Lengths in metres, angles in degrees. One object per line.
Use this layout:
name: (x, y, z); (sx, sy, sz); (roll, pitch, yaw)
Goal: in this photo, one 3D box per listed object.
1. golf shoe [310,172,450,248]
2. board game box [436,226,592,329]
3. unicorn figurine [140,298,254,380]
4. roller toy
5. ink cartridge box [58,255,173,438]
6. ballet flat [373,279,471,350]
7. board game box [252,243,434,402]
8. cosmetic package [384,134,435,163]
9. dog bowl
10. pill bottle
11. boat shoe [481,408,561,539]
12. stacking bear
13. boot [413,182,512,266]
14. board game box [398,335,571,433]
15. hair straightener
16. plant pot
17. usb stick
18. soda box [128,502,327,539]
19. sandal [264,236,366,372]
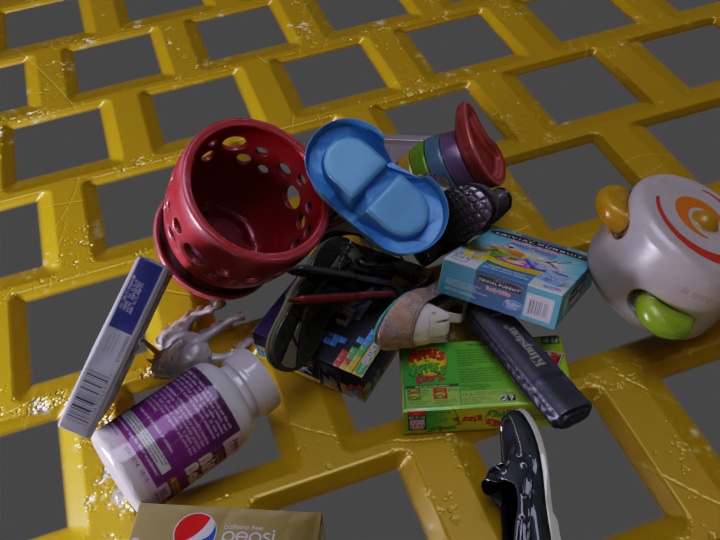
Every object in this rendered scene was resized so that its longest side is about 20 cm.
golf shoe: (0.027, -0.077, 1.146); (0.199, 0.073, 0.093); (-10, 84, 16)
board game box: (0.205, 0.003, 1.093); (0.150, 0.047, 0.200); (18, 22, 22)
unicorn figurine: (-0.209, 0.091, 1.067); (0.137, 0.074, 0.200); (-27, 4, -23)
roller toy: (0.389, -0.023, 1.060); (0.182, 0.140, 0.201); (-9, 55, -33)
ink cartridge box: (-0.275, 0.080, 0.984); (0.040, 0.200, 0.201); (25, 84, -9)
ballet flat: (0.089, 0.053, 1.060); (0.067, 0.068, 0.200); (18, 26, 25)
board game box: (-0.018, 0.055, 1.121); (0.165, 0.057, 0.200); (20, 51, 22)
cosmetic package: (0.088, -0.161, 1.296); (0.199, 0.083, 0.051); (5, 17, 10)
dog bowl: (0.017, -0.098, 1.066); (0.200, 0.050, 0.112); (42, 74, 5)
pill bottle: (-0.193, 0.177, 0.981); (0.200, 0.113, 0.112); (-34, 52, -24)
boat shoe: (0.162, 0.236, 0.914); (0.066, 0.075, 0.200); (2, 54, -8)
stacking bear: (0.092, -0.130, 1.221); (0.199, 0.122, 0.114); (-24, 35, 26)
boot: (0.151, -0.081, 1.127); (0.131, 0.200, 0.070); (-27, 87, -28)
board game box: (0.148, 0.136, 1.030); (0.199, 0.048, 0.102); (-3, 45, 2)
hair straightener: (0.000, 0.000, 1.047); (0.199, 0.041, 0.077); (-1, 82, -31)
plant pot: (-0.161, -0.068, 1.115); (0.199, 0.182, 0.202); (11, 63, -23)
usb stick: (0.192, 0.104, 1.001); (0.055, 0.033, 0.200); (-19, 46, -18)
soda box: (-0.136, 0.291, 0.894); (0.199, 0.068, 0.064); (1, 45, 6)
sandal: (-0.063, 0.035, 1.060); (0.057, 0.080, 0.201); (-10, 38, 53)
